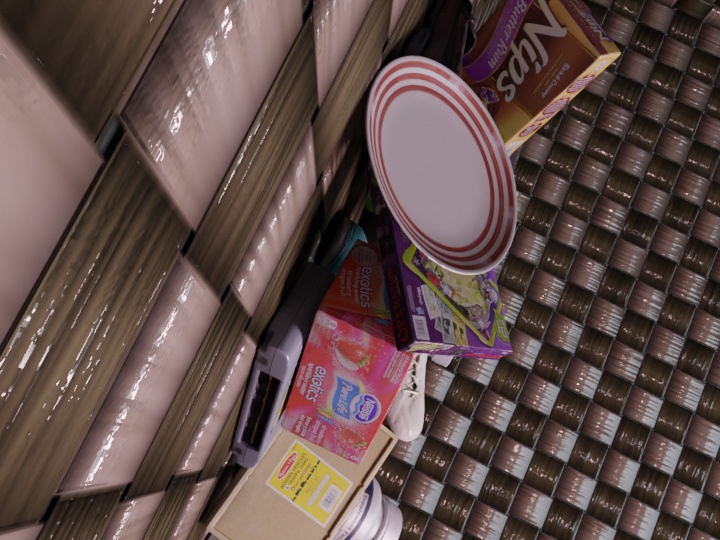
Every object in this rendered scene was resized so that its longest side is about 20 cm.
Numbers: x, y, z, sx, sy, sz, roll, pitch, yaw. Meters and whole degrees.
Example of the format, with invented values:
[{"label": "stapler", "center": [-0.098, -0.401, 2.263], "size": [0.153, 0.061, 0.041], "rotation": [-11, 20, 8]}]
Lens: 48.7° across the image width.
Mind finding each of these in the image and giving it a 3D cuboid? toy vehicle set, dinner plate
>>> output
[{"label": "toy vehicle set", "center": [-0.062, 0.227, 0.866], "size": [0.201, 0.124, 0.026], "rotation": [-53, -166, -16]}, {"label": "dinner plate", "center": [0.071, -0.092, 0.706], "size": [0.024, 0.200, 0.201], "rotation": [-22, -150, 44]}]

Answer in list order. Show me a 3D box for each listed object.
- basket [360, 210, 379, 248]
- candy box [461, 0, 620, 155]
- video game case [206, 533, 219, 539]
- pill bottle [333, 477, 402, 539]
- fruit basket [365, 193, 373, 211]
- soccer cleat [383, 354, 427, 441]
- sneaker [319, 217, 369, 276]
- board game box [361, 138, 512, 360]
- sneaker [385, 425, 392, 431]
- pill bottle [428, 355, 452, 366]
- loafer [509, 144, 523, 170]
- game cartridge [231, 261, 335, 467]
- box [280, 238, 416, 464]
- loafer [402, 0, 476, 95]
[{"label": "basket", "center": [0.081, -0.097, 1.095], "size": [0.202, 0.135, 0.180], "rotation": [-62, -175, 12]}, {"label": "candy box", "center": [0.166, -0.211, 0.864], "size": [0.056, 0.117, 0.200], "rotation": [-21, 165, -45]}, {"label": "video game case", "center": [-0.097, 0.370, 0.981], "size": [0.036, 0.198, 0.181], "rotation": [-64, 177, 17]}, {"label": "pill bottle", "center": [-0.044, 0.283, 0.996], "size": [0.111, 0.199, 0.111], "rotation": [-42, -157, 23]}, {"label": "fruit basket", "center": [0.054, -0.062, 0.883], "size": [0.186, 0.093, 0.202], "rotation": [-67, 166, -53]}, {"label": "soccer cleat", "center": [0.052, 0.098, 0.944], "size": [0.077, 0.069, 0.202], "rotation": [-27, -124, 35]}, {"label": "sneaker", "center": [0.000, 0.000, 0.880], "size": [0.072, 0.079, 0.200], "rotation": [-62, 175, -11]}, {"label": "board game box", "center": [0.067, -0.023, 0.712], "size": [0.032, 0.119, 0.202], "rotation": [-37, -126, 48]}, {"label": "sneaker", "center": [0.020, 0.164, 0.981], "size": [0.201, 0.084, 0.075], "rotation": [-54, 167, -38]}, {"label": "pill bottle", "center": [0.057, 0.065, 1.200], "size": [0.112, 0.198, 0.113], "rotation": [24, 90, -86]}, {"label": "loafer", "center": [0.156, -0.130, 0.981], "size": [0.072, 0.073, 0.201], "rotation": [0, 124, -54]}, {"label": "game cartridge", "center": [-0.075, 0.092, 0.790], "size": [0.201, 0.040, 0.134], "rotation": [111, 1, -45]}, {"label": "box", "center": [-0.002, 0.083, 0.764], "size": [0.201, 0.095, 0.100], "rotation": [110, 6, -46]}, {"label": "loafer", "center": [0.091, -0.232, 0.828], "size": [0.201, 0.062, 0.072], "rotation": [-61, 173, -48]}]
